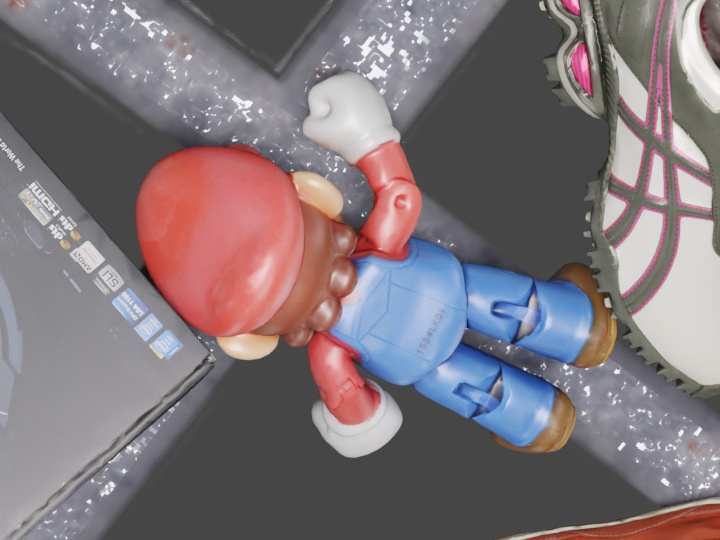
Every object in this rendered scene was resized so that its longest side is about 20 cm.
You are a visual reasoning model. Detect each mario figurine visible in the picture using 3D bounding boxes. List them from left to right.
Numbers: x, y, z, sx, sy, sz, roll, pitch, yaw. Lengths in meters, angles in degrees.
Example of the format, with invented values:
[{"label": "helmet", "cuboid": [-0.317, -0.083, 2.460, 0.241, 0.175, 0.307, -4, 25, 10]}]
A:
[{"label": "mario figurine", "cuboid": [0.000, 0.000, 0.854, 0.199, 0.106, 0.124, 24, 64, -22]}]

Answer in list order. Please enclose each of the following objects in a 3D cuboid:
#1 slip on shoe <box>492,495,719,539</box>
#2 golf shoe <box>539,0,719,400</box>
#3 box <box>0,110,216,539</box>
[{"label": "slip on shoe", "cuboid": [0.092, 0.149, 0.896, 0.199, 0.061, 0.074, -16, 107, -1]}, {"label": "golf shoe", "cuboid": [0.134, -0.040, 0.830, 0.077, 0.088, 0.201, -34, 113, -43]}, {"label": "box", "cuboid": [-0.179, 0.014, 0.798, 0.160, 0.044, 0.200, -41, 90, -10]}]
